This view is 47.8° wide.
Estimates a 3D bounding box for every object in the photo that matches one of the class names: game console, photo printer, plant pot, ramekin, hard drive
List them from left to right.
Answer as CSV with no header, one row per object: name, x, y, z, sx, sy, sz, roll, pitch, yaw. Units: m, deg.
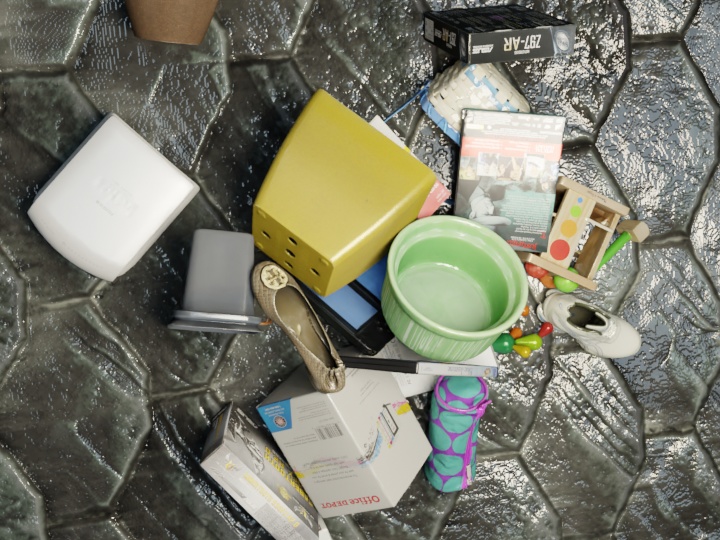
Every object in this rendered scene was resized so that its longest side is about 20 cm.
photo printer,-0.356,-0.097,1.158,0.166,0.069,0.200,42,85,-13
plant pot,-0.257,-0.417,1.112,0.186,0.187,0.201,3,109,-13
plant pot,-0.044,-0.086,1.117,0.200,0.200,0.177,38,68,6
game console,0.000,0.000,1.196,0.200,0.176,0.117,40,116,8
hard drive,0.099,0.120,1.259,0.199,0.026,0.132,-18,100,16
ramekin,0.124,0.030,1.140,0.199,0.098,0.201,7,54,-10

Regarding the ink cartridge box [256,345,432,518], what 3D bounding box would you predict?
ink cartridge box,-0.019,0.234,1.198,0.145,0.147,0.200,-41,107,-51

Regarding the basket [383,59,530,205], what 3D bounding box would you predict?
basket,0.150,-0.215,1.237,0.176,0.139,0.200,43,113,-15

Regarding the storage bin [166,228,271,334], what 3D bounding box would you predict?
storage bin,-0.194,0.020,1.149,0.145,0.200,0.135,5,84,-13

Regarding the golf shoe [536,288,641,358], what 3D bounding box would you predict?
golf shoe,0.388,0.097,1.330,0.199,0.097,0.079,22,88,-15

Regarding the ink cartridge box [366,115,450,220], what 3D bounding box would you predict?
ink cartridge box,0.028,-0.159,1.213,0.200,0.116,0.068,45,79,-13

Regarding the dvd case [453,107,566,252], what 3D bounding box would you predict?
dvd case,0.211,-0.128,1.175,0.145,0.022,0.201,5,107,5

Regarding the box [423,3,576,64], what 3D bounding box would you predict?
box,0.197,-0.350,1.193,0.160,0.200,0.044,-9,117,-12

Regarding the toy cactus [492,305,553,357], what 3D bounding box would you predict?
toy cactus,0.198,0.097,1.297,0.200,0.102,0.165,30,98,-22

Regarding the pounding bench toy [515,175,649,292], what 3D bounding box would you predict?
pounding bench toy,0.347,-0.038,1.293,0.199,0.124,0.156,23,90,-14

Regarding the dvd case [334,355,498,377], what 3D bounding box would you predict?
dvd case,0.081,0.134,1.132,0.200,0.142,0.018,10,82,-49

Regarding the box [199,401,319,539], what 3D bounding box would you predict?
box,-0.143,0.302,1.194,0.048,0.158,0.200,-41,102,5

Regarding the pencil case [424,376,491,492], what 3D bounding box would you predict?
pencil case,0.148,0.250,1.253,0.085,0.092,0.201,-27,135,-31

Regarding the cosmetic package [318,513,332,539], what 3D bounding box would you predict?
cosmetic package,-0.061,0.477,1.255,0.081,0.113,0.201,-24,98,-10

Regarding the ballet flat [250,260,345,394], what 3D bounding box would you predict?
ballet flat,-0.077,0.072,1.071,0.067,0.046,0.200,-29,88,-35
